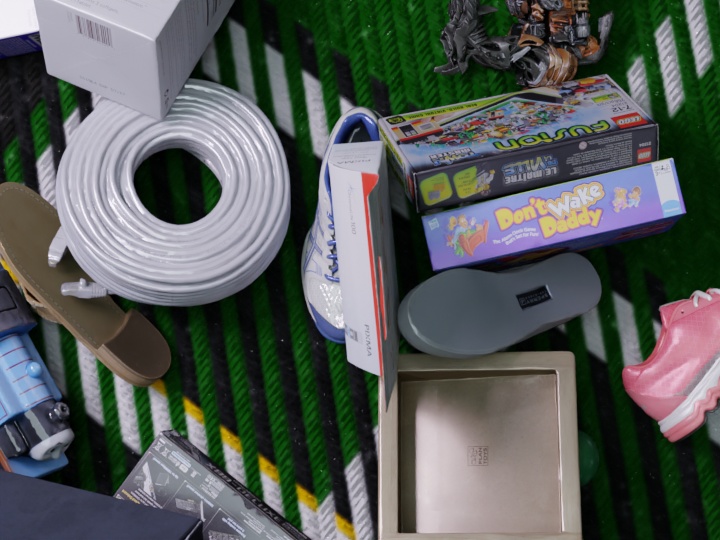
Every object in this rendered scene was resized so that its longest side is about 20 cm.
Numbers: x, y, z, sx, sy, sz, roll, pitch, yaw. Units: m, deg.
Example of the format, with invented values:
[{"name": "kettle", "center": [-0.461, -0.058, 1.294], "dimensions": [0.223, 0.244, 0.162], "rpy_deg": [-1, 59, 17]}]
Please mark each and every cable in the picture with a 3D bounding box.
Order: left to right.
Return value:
[{"name": "cable", "center": [-0.156, -0.069, 1.233], "dimensions": [0.198, 0.069, 0.201], "rpy_deg": [7, 71, -5]}]

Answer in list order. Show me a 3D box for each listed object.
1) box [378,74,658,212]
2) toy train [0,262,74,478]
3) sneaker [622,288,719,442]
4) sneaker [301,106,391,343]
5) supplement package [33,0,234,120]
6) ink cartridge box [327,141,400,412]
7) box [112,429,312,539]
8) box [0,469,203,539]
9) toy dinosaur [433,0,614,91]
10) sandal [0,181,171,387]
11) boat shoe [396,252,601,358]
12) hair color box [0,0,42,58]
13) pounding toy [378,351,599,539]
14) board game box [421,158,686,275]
[{"name": "box", "center": [0.124, -0.103, 1.165], "dimensions": [0.199, 0.110, 0.035], "rpy_deg": [-12, 121, -9]}, {"name": "toy train", "center": [-0.314, 0.094, 1.239], "dimensions": [0.114, 0.087, 0.201], "rpy_deg": [-36, 81, 30]}, {"name": "sneaker", "center": [0.291, 0.041, 1.195], "dimensions": [0.087, 0.074, 0.200], "rpy_deg": [39, 90, 10]}, {"name": "sneaker", "center": [-0.015, -0.040, 1.230], "dimensions": [0.075, 0.088, 0.202], "rpy_deg": [3, 87, 5]}, {"name": "supplement package", "center": [-0.171, -0.249, 1.218], "dimensions": [0.113, 0.110, 0.201], "rpy_deg": [22, 62, 7]}, {"name": "ink cartridge box", "center": [0.000, 0.000, 1.098], "dimensions": [0.047, 0.200, 0.161], "rpy_deg": [-3, 105, 6]}, {"name": "box", "center": [-0.133, 0.257, 1.236], "dimensions": [0.200, 0.050, 0.158], "rpy_deg": [36, 90, 8]}, {"name": "box", "center": [-0.229, 0.286, 1.149], "dimensions": [0.199, 0.124, 0.198], "rpy_deg": [9, 118, 22]}, {"name": "toy dinosaur", "center": [0.139, -0.186, 1.227], "dimensions": [0.135, 0.102, 0.201], "rpy_deg": [16, 75, -7]}, {"name": "sandal", "center": [-0.258, 0.026, 1.264], "dimensions": [0.212, 0.078, 0.070], "rpy_deg": [48, 133, -6]}, {"name": "boat shoe", "center": [0.102, 0.032, 1.175], "dimensions": [0.199, 0.070, 0.071], "rpy_deg": [-15, 79, -36]}, {"name": "hair color box", "center": [-0.361, -0.240, 1.299], "dimensions": [0.199, 0.065, 0.110], "rpy_deg": [-11, 83, 4]}, {"name": "pounding toy", "center": [0.118, 0.173, 1.187], "dimensions": [0.198, 0.142, 0.185], "rpy_deg": [-1, 72, 5]}, {"name": "board game box", "center": [0.154, -0.037, 1.187], "dimensions": [0.199, 0.134, 0.045], "rpy_deg": [-13, 84, 5]}]
